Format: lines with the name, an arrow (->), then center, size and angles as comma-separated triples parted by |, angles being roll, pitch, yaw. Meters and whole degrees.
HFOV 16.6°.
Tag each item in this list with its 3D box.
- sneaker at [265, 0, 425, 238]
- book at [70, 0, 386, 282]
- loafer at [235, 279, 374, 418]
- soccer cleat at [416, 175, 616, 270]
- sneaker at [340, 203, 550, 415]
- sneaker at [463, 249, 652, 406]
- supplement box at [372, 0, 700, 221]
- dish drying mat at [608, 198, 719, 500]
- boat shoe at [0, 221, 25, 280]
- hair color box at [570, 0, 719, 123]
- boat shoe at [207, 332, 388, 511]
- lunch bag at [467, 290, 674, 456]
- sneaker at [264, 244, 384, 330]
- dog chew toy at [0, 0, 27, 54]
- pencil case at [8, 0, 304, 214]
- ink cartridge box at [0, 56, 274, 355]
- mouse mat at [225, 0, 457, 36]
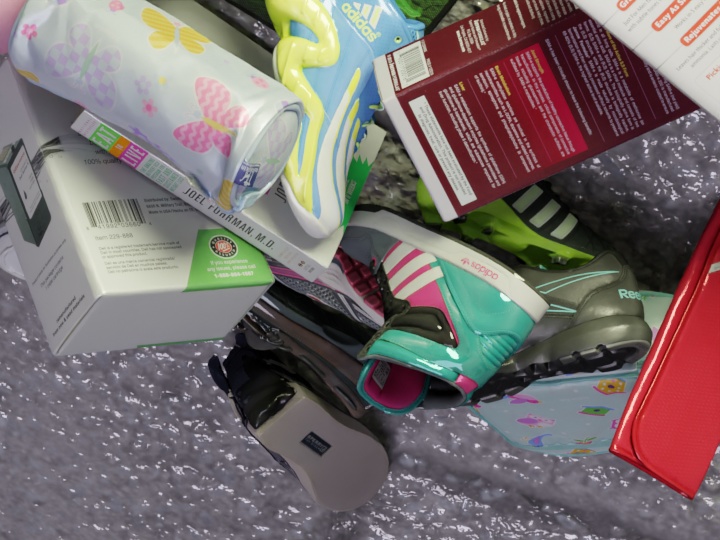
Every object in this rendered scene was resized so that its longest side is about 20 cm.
sneaker -> -0.006, -0.123, 1.660 | 0.105, 0.076, 0.200 | -5, 100, 8
book -> -0.091, -0.096, 1.724 | 0.200, 0.134, 0.048 | 32, 141, -13
loafer -> -0.055, 0.049, 1.875 | 0.200, 0.072, 0.063 | 32, 102, -23
soccer cleat -> 0.122, -0.040, 1.754 | 0.200, 0.081, 0.067 | 26, 150, -36
sneaker -> 0.030, 0.035, 1.693 | 0.200, 0.121, 0.084 | 25, 168, 50
sneaker -> 0.107, 0.043, 1.732 | 0.200, 0.079, 0.075 | -15, 160, 19
supplement box -> 0.121, -0.125, 1.622 | 0.200, 0.061, 0.109 | -23, 123, 8
dish drying mat -> 0.242, 0.053, 1.714 | 0.077, 0.200, 0.018 | 31, 165, -20
boat shoe -> -0.198, 0.001, 1.904 | 0.200, 0.067, 0.074 | 5, 134, 15
hair color box -> 0.224, -0.161, 1.532 | 0.200, 0.061, 0.102 | 37, 114, -18
boat shoe -> -0.049, 0.118, 1.973 | 0.075, 0.093, 0.200 | -40, 144, -1
lunch bag -> 0.184, 0.081, 1.815 | 0.200, 0.077, 0.160 | -5, 152, 26
sneaker -> 0.000, 0.000, 1.819 | 0.200, 0.081, 0.075 | 34, 150, 18
dog chew toy -> -0.289, -0.236, 1.677 | 0.200, 0.125, 0.125 | 35, 135, -3
pencil case -> -0.134, -0.121, 1.616 | 0.200, 0.083, 0.091 | 34, 125, 13
ink cartridge box -> -0.169, -0.051, 1.723 | 0.146, 0.200, 0.084 | -4, 150, -36
mouse mat -> -0.032, -0.217, 1.678 | 0.200, 0.008, 0.161 | 31, 135, -9
